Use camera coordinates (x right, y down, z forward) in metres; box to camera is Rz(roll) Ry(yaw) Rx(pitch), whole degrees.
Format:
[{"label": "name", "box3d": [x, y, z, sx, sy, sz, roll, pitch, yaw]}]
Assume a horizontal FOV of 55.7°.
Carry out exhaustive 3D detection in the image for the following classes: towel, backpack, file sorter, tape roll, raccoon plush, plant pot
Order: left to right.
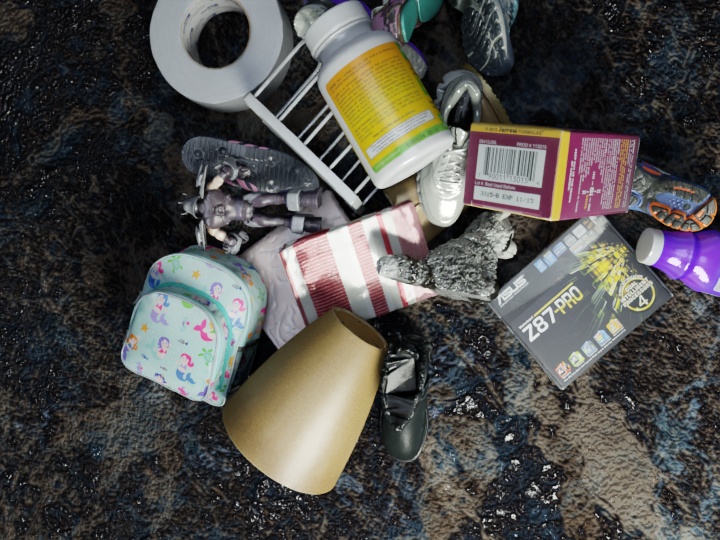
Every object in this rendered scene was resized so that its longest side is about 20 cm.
[{"label": "backpack", "box3d": [-0.229, 0.070, 0.953, 0.176, 0.151, 0.202, 23, 101, 8]}, {"label": "tape roll", "box3d": [-0.201, -0.338, 0.993, 0.197, 0.066, 0.204, 0, 91, 8]}, {"label": "towel", "box3d": [-0.071, 0.016, 1.001, 0.199, 0.032, 0.192, -36, 88, 7]}, {"label": "plant pot", "box3d": [-0.054, 0.157, 0.912, 0.186, 0.186, 0.201, 37, 102, 5]}, {"label": "file sorter", "box3d": [-0.036, -0.195, 0.940, 0.200, 0.139, 0.125, 44, 93, 4]}, {"label": "towel", "box3d": [0.000, 0.000, 0.943, 0.197, 0.023, 0.146, -19, 110, -1]}, {"label": "raccoon plush", "box3d": [0.127, -0.038, 0.906, 0.198, 0.096, 0.136, 17, 81, -35]}]

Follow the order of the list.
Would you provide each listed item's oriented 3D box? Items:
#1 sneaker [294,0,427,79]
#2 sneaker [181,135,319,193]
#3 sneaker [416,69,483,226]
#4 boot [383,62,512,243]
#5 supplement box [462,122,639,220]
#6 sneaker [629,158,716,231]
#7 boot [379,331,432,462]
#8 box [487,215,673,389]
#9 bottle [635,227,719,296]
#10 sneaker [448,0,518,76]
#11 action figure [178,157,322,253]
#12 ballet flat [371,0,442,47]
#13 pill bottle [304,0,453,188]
[{"label": "sneaker", "box3d": [0.010, -0.341, 0.962, 0.198, 0.070, 0.100, 24, 50, -14]}, {"label": "sneaker", "box3d": [-0.155, -0.150, 0.990, 0.198, 0.082, 0.071, 19, 98, -10]}, {"label": "sneaker", "box3d": [0.116, -0.152, 0.875, 0.074, 0.081, 0.203, 5, 109, -3]}, {"label": "boot", "box3d": [0.117, -0.157, 0.943, 0.199, 0.066, 0.176, -34, 101, 7]}, {"label": "supplement box", "box3d": [0.239, -0.126, 0.851, 0.130, 0.198, 0.105, 16, 108, 45]}, {"label": "sneaker", "box3d": [0.379, -0.113, 0.924, 0.199, 0.078, 0.076, 33, 114, 21]}, {"label": "boot", "box3d": [0.060, 0.179, 0.921, 0.072, 0.162, 0.201, 7, 92, 7]}, {"label": "box", "box3d": [0.299, 0.038, 0.945, 0.200, 0.049, 0.162, -41, 83, 6]}, {"label": "bottle", "box3d": [0.466, -0.010, 0.898, 0.197, 0.065, 0.085, 13, 94, -4]}, {"label": "sneaker", "box3d": [0.181, -0.345, 0.910, 0.085, 0.078, 0.202, 0, 63, -23]}, {"label": "action figure", "box3d": [-0.151, -0.084, 0.934, 0.197, 0.070, 0.132, 3, 115, -2]}, {"label": "ballet flat", "box3d": [0.054, -0.352, 0.912, 0.070, 0.201, 0.070, 6, 130, 22]}, {"label": "pill bottle", "box3d": [0.017, -0.211, 0.814, 0.110, 0.111, 0.202, -31, 88, 7]}]
